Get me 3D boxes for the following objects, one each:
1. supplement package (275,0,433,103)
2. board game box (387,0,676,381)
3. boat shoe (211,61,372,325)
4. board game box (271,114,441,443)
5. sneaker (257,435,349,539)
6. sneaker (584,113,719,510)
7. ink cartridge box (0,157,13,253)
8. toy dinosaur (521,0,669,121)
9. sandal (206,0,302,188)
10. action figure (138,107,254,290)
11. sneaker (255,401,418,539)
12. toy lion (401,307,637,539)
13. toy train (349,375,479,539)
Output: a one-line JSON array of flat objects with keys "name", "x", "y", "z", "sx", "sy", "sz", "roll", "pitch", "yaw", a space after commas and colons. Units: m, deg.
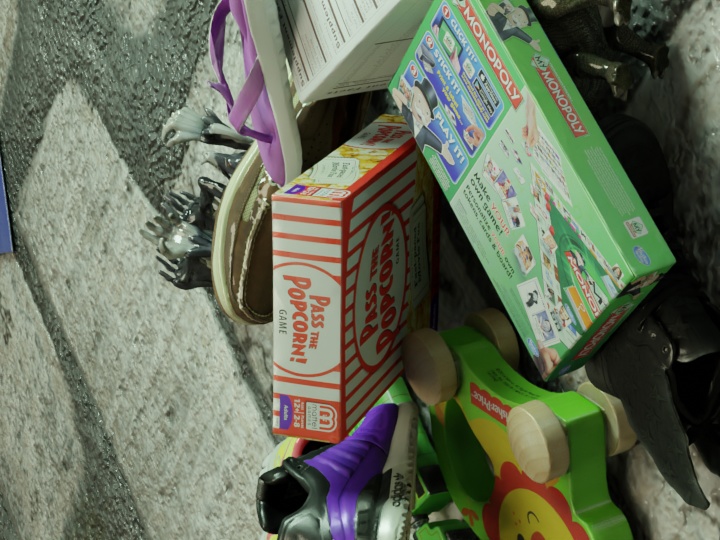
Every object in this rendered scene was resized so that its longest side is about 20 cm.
[{"name": "supplement package", "x": 0.032, "y": -0.193, "z": 1.247, "sx": 0.200, "sy": 0.114, "sz": 0.110, "roll": -38, "pitch": 67, "yaw": 59}, {"name": "board game box", "x": 0.087, "y": -0.055, "z": 1.132, "sx": 0.200, "sy": 0.029, "sz": 0.135, "roll": 63, "pitch": 153, "yaw": 17}, {"name": "boat shoe", "x": -0.042, "y": -0.059, "z": 1.415, "sx": 0.075, "sy": 0.075, "sz": 0.203, "roll": 10, "pitch": 84, "yaw": 50}, {"name": "board game box", "x": 0.000, "y": 0.000, "z": 1.299, "sx": 0.046, "sy": 0.200, "sz": 0.152, "roll": 7, "pitch": 110, "yaw": 18}, {"name": "sneaker", "x": -0.030, "y": 0.180, "z": 1.487, "sx": 0.090, "sy": 0.078, "sz": 0.200, "roll": -57, "pitch": 31, "yaw": 37}, {"name": "sneaker", "x": 0.167, "y": 0.021, "z": 1.128, "sx": 0.104, "sy": 0.060, "sz": 0.200, "roll": 33, "pitch": 132, "yaw": 56}, {"name": "ink cartridge box", "x": -0.429, "y": -0.108, "z": 2.203, "sx": 0.200, "sy": 0.047, "sz": 0.198, "roll": -6, "pitch": 92, "yaw": 64}, {"name": "toy dinosaur", "x": 0.107, "y": -0.143, "z": 1.129, "sx": 0.102, "sy": 0.077, "sz": 0.200, "roll": 8, "pitch": 127, "yaw": 34}, {"name": "sandal", "x": -0.076, "y": -0.134, "z": 1.320, "sx": 0.082, "sy": 0.050, "sz": 0.203, "roll": -113, "pitch": 11, "yaw": -46}, {"name": "action figure", "x": -0.111, "y": -0.054, "z": 1.562, "sx": 0.200, "sy": 0.102, "sz": 0.119, "roll": 134, "pitch": 153, "yaw": -62}, {"name": "sneaker", "x": -0.015, "y": 0.133, "z": 1.319, "sx": 0.200, "sy": 0.099, "sz": 0.070, "roll": -77, "pitch": -10, "yaw": -71}, {"name": "toy lion", "x": 0.106, "y": 0.143, "z": 1.283, "sx": 0.200, "sy": 0.069, "sz": 0.192, "roll": 34, "pitch": 135, "yaw": 54}, {"name": "toy train", "x": 0.036, "y": 0.143, "z": 1.425, "sx": 0.056, "sy": 0.042, "sz": 0.200, "roll": -49, "pitch": 55, "yaw": 43}]
